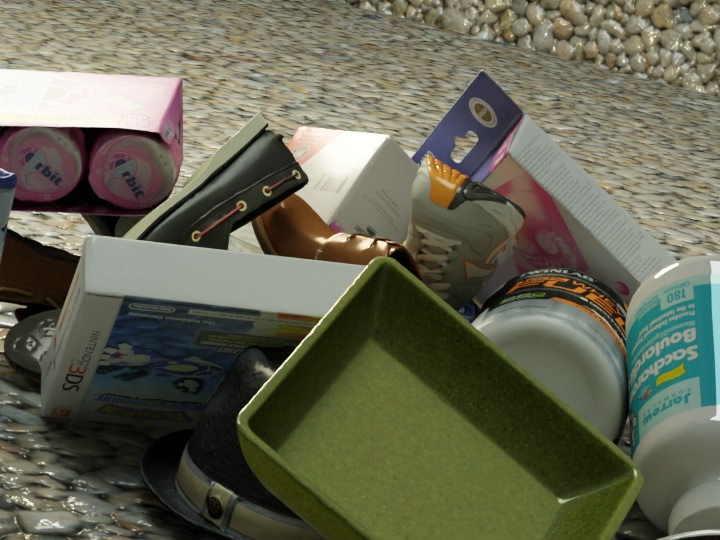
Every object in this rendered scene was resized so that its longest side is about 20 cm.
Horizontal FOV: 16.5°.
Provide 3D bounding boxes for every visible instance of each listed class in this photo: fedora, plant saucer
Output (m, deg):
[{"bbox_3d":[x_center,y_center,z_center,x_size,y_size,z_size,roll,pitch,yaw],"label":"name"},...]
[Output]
[{"bbox_3d":[-0.030,0.100,1.445,0.200,0.092,0.201,11,15,-3],"label":"fedora"},{"bbox_3d":[0.038,0.110,1.345,0.200,0.048,0.200,40,37,1],"label":"plant saucer"}]

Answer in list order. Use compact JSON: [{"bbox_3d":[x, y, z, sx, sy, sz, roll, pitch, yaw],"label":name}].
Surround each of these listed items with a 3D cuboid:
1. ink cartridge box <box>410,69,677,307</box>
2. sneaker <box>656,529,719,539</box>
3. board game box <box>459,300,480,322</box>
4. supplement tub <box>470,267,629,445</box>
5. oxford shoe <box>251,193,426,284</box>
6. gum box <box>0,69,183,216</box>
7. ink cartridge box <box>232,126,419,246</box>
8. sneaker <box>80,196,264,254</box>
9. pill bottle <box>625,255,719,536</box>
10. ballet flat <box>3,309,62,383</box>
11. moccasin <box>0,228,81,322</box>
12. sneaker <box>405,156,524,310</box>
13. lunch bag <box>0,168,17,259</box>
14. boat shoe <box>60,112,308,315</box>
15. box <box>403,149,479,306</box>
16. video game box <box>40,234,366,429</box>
[{"bbox_3d":[0.116,-0.028,1.811,0.200,0.043,0.196,44,-26,3],"label":"ink cartridge box"},{"bbox_3d":[0.235,0.189,1.382,0.200,0.073,0.085,3,-18,-2],"label":"sneaker"},{"bbox_3d":[0.052,0.053,1.791,0.103,0.019,0.200,48,22,10],"label":"board game box"},{"bbox_3d":[0.125,0.067,1.662,0.122,0.123,0.200,11,12,7],"label":"supplement tub"},{"bbox_3d":[0.000,0.000,1.653,0.071,0.071,0.200,3,34,-47],"label":"oxford shoe"},{"bbox_3d":[-0.216,-0.089,1.702,0.200,0.066,0.114,2,23,3],"label":"gum box"},{"bbox_3d":[-0.047,-0.006,1.805,0.116,0.200,0.068,11,-30,53],"label":"ink cartridge box"},{"bbox_3d":[-0.122,-0.007,1.713,0.200,0.076,0.092,25,-4,38],"label":"sneaker"},{"bbox_3d":[0.221,0.093,1.531,0.111,0.111,0.200,8,43,-5],"label":"pill bottle"},{"bbox_3d":[-0.139,0.065,1.665,0.200,0.046,0.067,4,52,-5],"label":"ballet flat"},{"bbox_3d":[-0.217,0.023,1.723,0.201,0.078,0.074,23,-13,-32],"label":"moccasin"},{"bbox_3d":[0.059,-0.010,1.685,0.076,0.092,0.200,30,-8,14],"label":"sneaker"},{"bbox_3d":[-0.322,-0.009,1.566,0.124,0.170,0.200,6,13,-38],"label":"lunch bag"},{"bbox_3d":[-0.112,-0.022,1.616,0.201,0.063,0.074,-43,4,-31],"label":"boat shoe"},{"bbox_3d":[0.039,-0.038,2.084,0.200,0.113,0.101,12,14,14],"label":"box"},{"bbox_3d":[-0.088,0.047,1.539,0.200,0.047,0.182,6,-26,-13],"label":"video game box"}]
